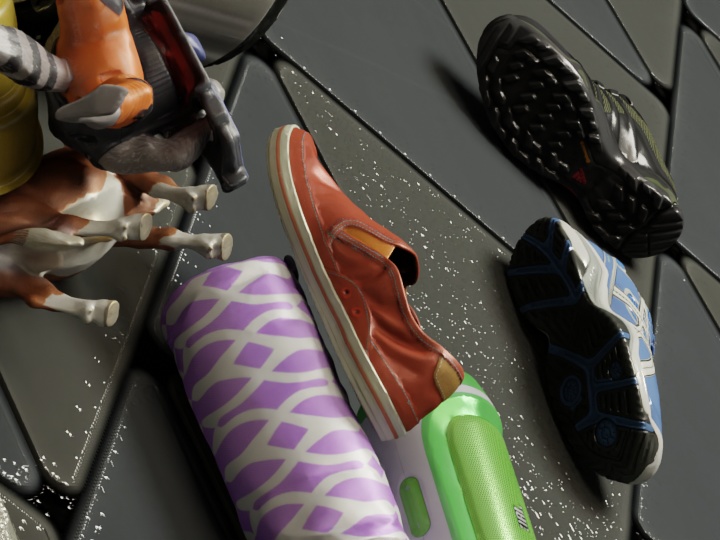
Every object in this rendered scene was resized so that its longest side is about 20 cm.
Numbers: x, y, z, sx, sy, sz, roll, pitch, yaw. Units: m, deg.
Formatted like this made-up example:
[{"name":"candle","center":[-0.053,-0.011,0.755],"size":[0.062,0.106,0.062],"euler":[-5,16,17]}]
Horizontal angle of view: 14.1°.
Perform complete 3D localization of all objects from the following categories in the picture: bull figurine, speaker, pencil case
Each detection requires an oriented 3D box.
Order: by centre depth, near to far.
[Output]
[{"name":"bull figurine","center":[-0.142,-0.031,1.516],"size":[0.121,0.065,0.200],"euler":[14,28,24]},{"name":"pencil case","center":[-0.041,0.088,1.524],"size":[0.084,0.086,0.200],"euler":[-13,59,-17]},{"name":"speaker","center":[0.056,0.152,1.568],"size":[0.088,0.088,0.200],"euler":[22,38,-39]}]

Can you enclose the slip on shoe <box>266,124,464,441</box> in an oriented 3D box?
[{"name":"slip on shoe","center":[0.000,0.000,1.560],"size":[0.074,0.061,0.200],"euler":[64,0,-56]}]

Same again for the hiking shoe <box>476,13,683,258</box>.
[{"name":"hiking shoe","center":[0.150,-0.100,2.034],"size":[0.200,0.076,0.101],"euler":[52,19,-13]}]

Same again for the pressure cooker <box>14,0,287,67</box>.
[{"name":"pressure cooker","center":[-0.147,-0.208,1.638],"size":[0.176,0.179,0.200],"euler":[21,6,43]}]

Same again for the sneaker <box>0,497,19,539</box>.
[{"name":"sneaker","center":[-0.206,0.054,1.312],"size":[0.200,0.082,0.078],"euler":[62,27,-1]}]

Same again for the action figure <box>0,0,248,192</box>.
[{"name":"action figure","center":[-0.142,-0.121,1.448],"size":[0.200,0.104,0.194],"euler":[61,-3,17]}]

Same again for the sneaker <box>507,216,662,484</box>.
[{"name":"sneaker","center":[0.160,0.050,1.843],"size":[0.077,0.076,0.200],"euler":[19,41,-35]}]

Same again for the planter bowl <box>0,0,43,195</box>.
[{"name":"planter bowl","center":[-0.235,-0.127,1.451],"size":[0.200,0.084,0.201],"euler":[23,28,-13]}]
